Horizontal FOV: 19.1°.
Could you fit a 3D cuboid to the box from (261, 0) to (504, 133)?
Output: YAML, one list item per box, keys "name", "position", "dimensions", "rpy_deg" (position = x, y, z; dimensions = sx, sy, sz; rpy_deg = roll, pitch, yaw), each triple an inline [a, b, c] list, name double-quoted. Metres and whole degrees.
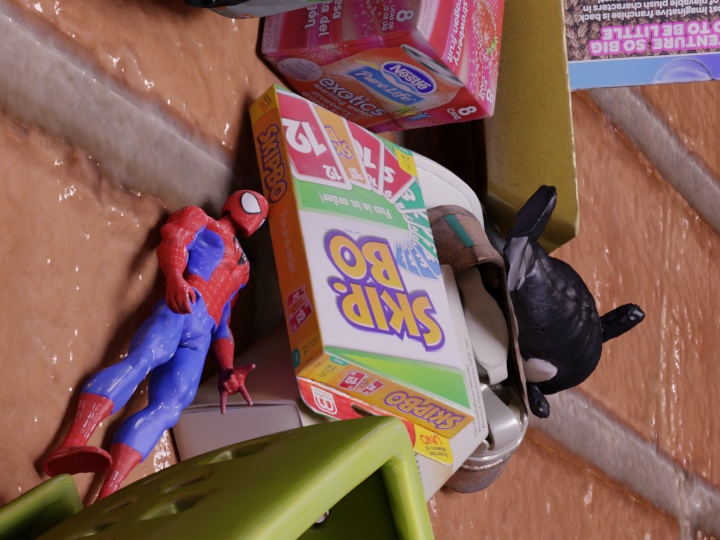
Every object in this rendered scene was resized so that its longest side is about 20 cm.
- name: "box"
  position: [0.020, -0.184, 1.155]
  dimensions: [0.100, 0.095, 0.200]
  rpy_deg: [43, 47, -53]

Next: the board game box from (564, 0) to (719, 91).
- name: "board game box"
  position: [0.184, -0.218, 1.282]
  dimensions: [0.097, 0.159, 0.200]
  rpy_deg: [-101, -172, -71]

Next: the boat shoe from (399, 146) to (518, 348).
- name: "boat shoe"
  position: [0.042, -0.019, 1.233]
  dimensions: [0.200, 0.073, 0.062]
  rpy_deg: [39, 7, -47]

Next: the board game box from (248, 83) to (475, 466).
- name: "board game box"
  position: [0.000, 0.000, 1.042]
  dimensions: [0.095, 0.030, 0.200]
  rpy_deg: [24, 39, -34]

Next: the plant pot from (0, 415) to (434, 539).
- name: "plant pot"
  position: [-0.081, 0.178, 0.781]
  dimensions: [0.199, 0.181, 0.200]
  rpy_deg: [-35, 116, -61]

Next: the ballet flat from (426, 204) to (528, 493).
- name: "ballet flat"
  position: [0.062, 0.059, 1.197]
  dimensions: [0.068, 0.067, 0.200]
  rpy_deg: [-26, 126, -17]

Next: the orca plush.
- name: "orca plush"
  position: [0.119, 0.013, 1.177]
  dimensions: [0.200, 0.071, 0.105]
  rpy_deg: [74, 9, -55]

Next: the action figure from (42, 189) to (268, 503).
- name: "action figure"
  position: [-0.081, 0.030, 0.967]
  dimensions: [0.065, 0.052, 0.200]
  rpy_deg: [61, 32, -33]

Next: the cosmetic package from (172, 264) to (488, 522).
- name: "cosmetic package"
  position: [-0.010, 0.077, 1.072]
  dimensions: [0.200, 0.071, 0.105]
  rpy_deg: [-41, 121, -59]

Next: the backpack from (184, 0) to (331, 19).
- name: "backpack"
  position: [-0.045, -0.207, 0.972]
  dimensions: [0.200, 0.153, 0.176]
  rpy_deg: [28, 55, -67]

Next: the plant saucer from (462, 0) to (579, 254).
- name: "plant saucer"
  position: [0.088, -0.110, 1.269]
  dimensions: [0.200, 0.048, 0.200]
  rpy_deg: [111, -26, -86]
